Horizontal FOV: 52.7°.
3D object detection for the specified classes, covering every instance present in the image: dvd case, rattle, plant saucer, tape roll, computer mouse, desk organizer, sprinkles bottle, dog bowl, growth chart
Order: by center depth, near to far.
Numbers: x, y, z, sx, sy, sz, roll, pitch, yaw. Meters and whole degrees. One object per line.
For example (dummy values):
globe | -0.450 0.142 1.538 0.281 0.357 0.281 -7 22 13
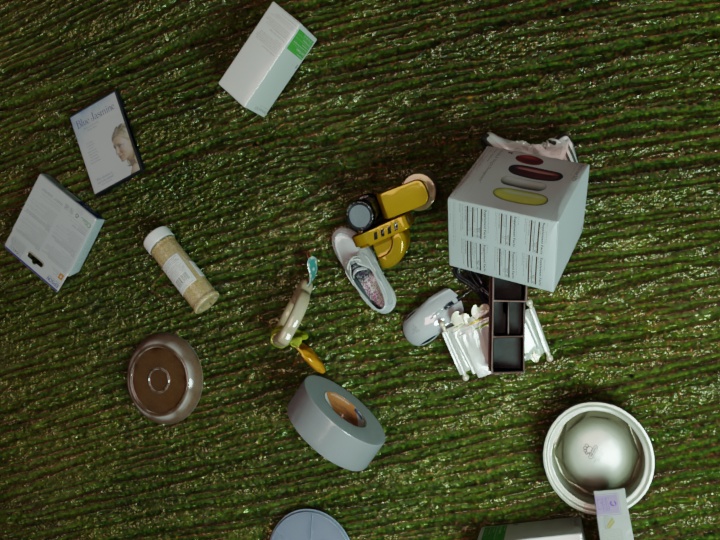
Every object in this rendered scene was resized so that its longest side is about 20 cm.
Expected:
dog bowl | 0.437 0.339 1.343 0.194 0.074 0.207 0 90 17
desk organizer | 0.273 0.089 1.347 0.069 0.077 0.207 1 89 8
growth chart | 0.259 0.130 1.404 0.195 0.018 0.149 -16 96 10
tape roll | -0.047 0.296 1.422 0.199 0.200 0.067 40 100 13
computer mouse | 0.166 0.080 1.442 0.199 0.044 0.111 -39 80 13
rattle | -0.093 0.085 1.509 0.140 0.131 0.203 26 70 4
sprinkles bottle | -0.394 -0.002 1.597 0.068 0.068 0.201 -42 79 12
plant saucer | -0.446 0.244 1.630 0.194 0.032 0.207 0 90 17
dvd case | -0.587 -0.295 1.685 0.140 0.017 0.205 -23 83 16

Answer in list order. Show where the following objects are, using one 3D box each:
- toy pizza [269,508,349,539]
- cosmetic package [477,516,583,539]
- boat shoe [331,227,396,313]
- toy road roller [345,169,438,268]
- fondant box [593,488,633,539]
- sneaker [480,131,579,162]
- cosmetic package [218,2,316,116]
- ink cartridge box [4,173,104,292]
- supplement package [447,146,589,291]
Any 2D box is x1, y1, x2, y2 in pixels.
toy pizza | -0.102 0.601 1.522 0.194 0.032 0.207 0 88 18
cosmetic package | 0.323 0.526 1.357 0.194 0.107 0.087 -13 85 14
boat shoe | 0.000 0.000 1.479 0.071 0.068 0.204 -30 81 14
toy road roller | 0.075 -0.097 1.437 0.196 0.123 0.149 -22 98 15
fondant box | 0.448 0.503 1.256 0.057 0.146 0.204 -8 123 16
sneaker | 0.333 -0.227 1.391 0.199 0.076 0.117 37 90 6
cosmetic package | -0.193 -0.436 1.515 0.084 0.107 0.202 38 101 12
ink cartridge box | -0.720 -0.088 1.710 0.198 0.040 0.203 35 99 14
supplement package | 0.281 -0.098 1.296 0.195 0.192 0.150 15 133 26
